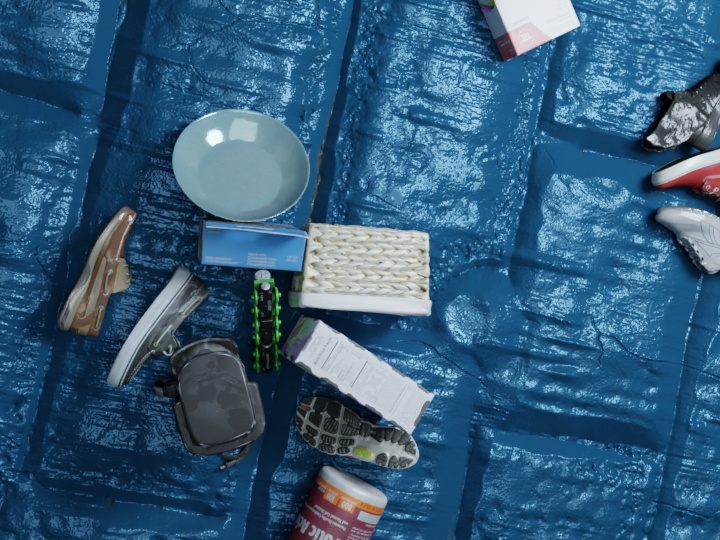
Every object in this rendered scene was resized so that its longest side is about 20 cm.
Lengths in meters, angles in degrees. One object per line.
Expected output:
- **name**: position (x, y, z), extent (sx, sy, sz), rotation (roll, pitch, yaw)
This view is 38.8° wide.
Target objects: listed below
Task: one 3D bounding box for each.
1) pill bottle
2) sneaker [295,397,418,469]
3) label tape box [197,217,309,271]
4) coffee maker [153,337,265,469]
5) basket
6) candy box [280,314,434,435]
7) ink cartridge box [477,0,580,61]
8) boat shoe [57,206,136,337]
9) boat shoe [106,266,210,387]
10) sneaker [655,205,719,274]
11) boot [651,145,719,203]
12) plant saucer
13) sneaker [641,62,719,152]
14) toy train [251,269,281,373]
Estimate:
- **pill bottle**: position (-0.051, 0.406, 1.526), extent (0.113, 0.114, 0.201), rotation (26, 87, -11)
- **sneaker**: position (-0.007, 0.255, 1.550), extent (0.198, 0.085, 0.078), rotation (22, 80, 11)
- **label tape box**: position (-0.155, -0.035, 1.444), extent (0.142, 0.200, 0.067), rotation (5, 96, -11)
- **coffee maker**: position (-0.194, 0.195, 1.446), extent (0.134, 0.200, 0.193), rotation (-37, 98, -6)
- **basket**: position (0.000, 0.000, 1.512), extent (0.198, 0.136, 0.125), rotation (5, 87, -11)
- **candy box**: position (-0.010, 0.148, 1.496), extent (0.199, 0.168, 0.072), rotation (33, 84, -10)
- **ink cartridge box**: position (0.240, -0.441, 1.571), extent (0.116, 0.067, 0.201), rotation (-27, 97, -9)
- **boat shoe**: position (-0.366, 0.004, 1.474), extent (0.071, 0.076, 0.201), rotation (26, 96, -14)
- **boat shoe**: position (-0.291, 0.092, 1.488), extent (0.071, 0.072, 0.201), rotation (35, 84, -6)
- **sneaker**: position (0.560, -0.044, 1.650), extent (0.199, 0.075, 0.088), rotation (25, 92, -10)
- **boot**: position (0.571, -0.123, 1.650), extent (0.198, 0.072, 0.146), rotation (-16, 97, -14)
- **plant saucer**: position (-0.174, -0.145, 1.489), extent (0.199, 0.039, 0.203), rotation (6, 57, -10)
- **sneaker**: position (0.530, -0.271, 1.637), extent (0.103, 0.060, 0.201), rotation (24, 81, -3)
- **toy train**: position (-0.137, 0.075, 1.472), extent (0.041, 0.201, 0.057), rotation (-5, 49, -9)
